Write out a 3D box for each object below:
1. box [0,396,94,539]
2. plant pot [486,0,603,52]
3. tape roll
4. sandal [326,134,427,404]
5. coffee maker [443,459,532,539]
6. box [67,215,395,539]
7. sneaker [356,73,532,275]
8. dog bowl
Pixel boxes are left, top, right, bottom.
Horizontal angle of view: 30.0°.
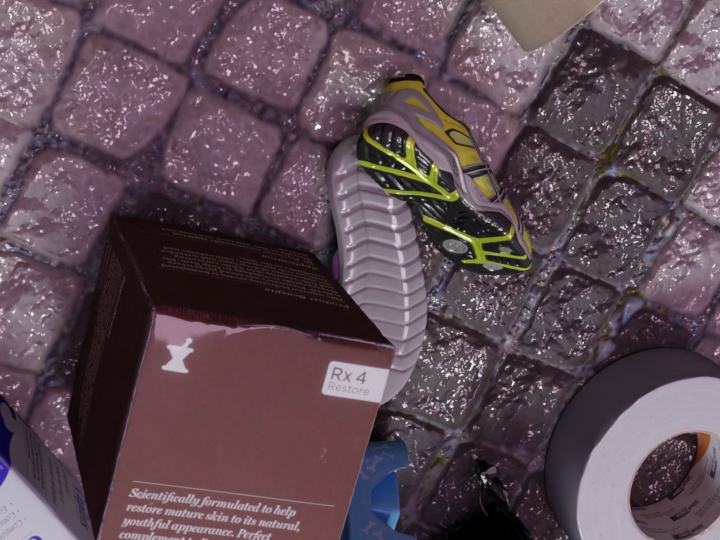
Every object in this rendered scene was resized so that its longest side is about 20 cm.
[{"bbox_3d":[-0.281,0.219,0.965,0.183,0.105,0.201,-37,116,-2],"label":"box"},{"bbox_3d":[0.106,-0.284,0.894,0.200,0.187,0.188,42,92,-11],"label":"plant pot"},{"bbox_3d":[0.260,0.172,1.150,0.198,0.066,0.203,-6,111,-17],"label":"tape roll"},{"bbox_3d":[0.006,0.000,1.019,0.082,0.050,0.205,-5,97,-32],"label":"sandal"},{"bbox_3d":[0.057,0.284,1.101,0.199,0.135,0.193,-28,91,-8],"label":"coffee maker"},{"bbox_3d":[-0.099,0.079,0.925,0.164,0.200,0.166,11,105,-21],"label":"box"},{"bbox_3d":[0.076,-0.067,1.001,0.200,0.075,0.077,47,49,-41],"label":"sneaker"},{"bbox_3d":[0.002,0.209,1.009,0.049,0.201,0.112,11,123,-10],"label":"dog bowl"}]
